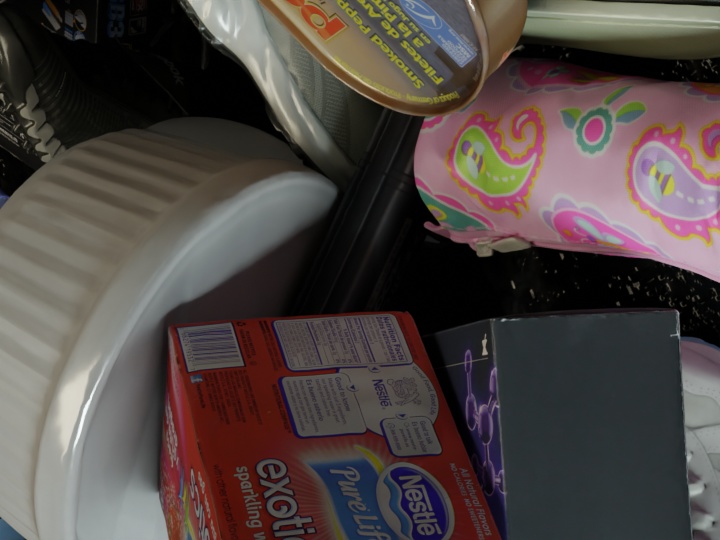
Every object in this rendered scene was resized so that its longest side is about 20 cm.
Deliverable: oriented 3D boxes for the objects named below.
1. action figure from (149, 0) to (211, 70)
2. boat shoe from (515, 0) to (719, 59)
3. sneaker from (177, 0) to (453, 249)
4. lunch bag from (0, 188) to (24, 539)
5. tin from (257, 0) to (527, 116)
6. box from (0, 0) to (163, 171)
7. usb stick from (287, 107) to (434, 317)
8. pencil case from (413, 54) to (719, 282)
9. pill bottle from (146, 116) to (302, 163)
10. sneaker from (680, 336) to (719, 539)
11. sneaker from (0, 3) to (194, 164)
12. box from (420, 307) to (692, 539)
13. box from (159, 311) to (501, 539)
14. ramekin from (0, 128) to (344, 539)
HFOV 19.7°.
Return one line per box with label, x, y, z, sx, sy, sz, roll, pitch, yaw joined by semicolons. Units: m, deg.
action figure;-0.084;-0.192;0.981;0.119;0.102;0.200;33;154;31
boat shoe;0.079;-0.121;0.817;0.199;0.074;0.066;9;86;51
sneaker;-0.013;-0.094;0.923;0.200;0.079;0.074;54;-179;-9
lunch bag;-0.207;0.048;1.175;0.094;0.150;0.200;29;124;44
tin;-0.021;-0.143;0.777;0.200;0.042;0.112;45;148;-5
box;-0.181;-0.163;1.153;0.200;0.050;0.199;33;126;42
usb stick;0.000;0.000;0.880;0.033;0.055;0.200;25;92;23
pencil case;0.107;-0.037;0.792;0.200;0.087;0.088;11;110;49
pill bottle;-0.089;0.030;1.048;0.113;0.113;0.200;45;134;34
sneaker;0.146;0.110;0.801;0.200;0.081;0.077;57;141;25
sneaker;-0.129;-0.087;1.027;0.066;0.090;0.200;52;174;26
box;0.061;0.093;0.832;0.200;0.079;0.141;155;114;-75
box;-0.010;0.111;0.753;0.200;0.100;0.096;-112;22;-51
ramekin;-0.093;0.032;0.877;0.094;0.202;0.203;26;123;23
